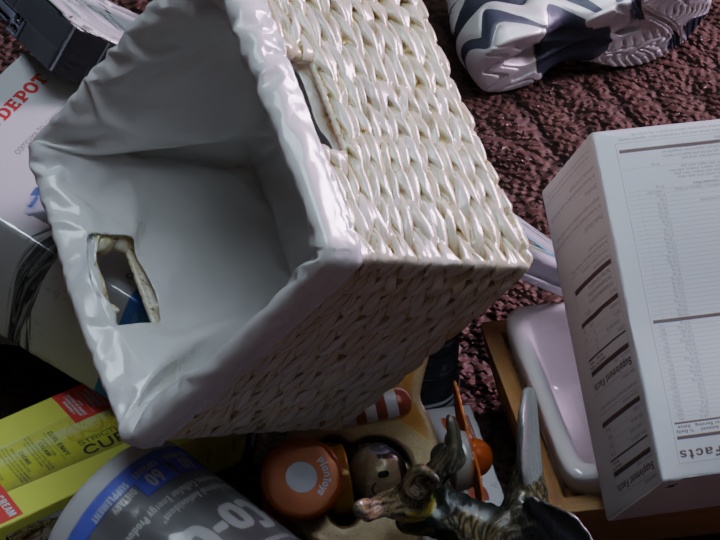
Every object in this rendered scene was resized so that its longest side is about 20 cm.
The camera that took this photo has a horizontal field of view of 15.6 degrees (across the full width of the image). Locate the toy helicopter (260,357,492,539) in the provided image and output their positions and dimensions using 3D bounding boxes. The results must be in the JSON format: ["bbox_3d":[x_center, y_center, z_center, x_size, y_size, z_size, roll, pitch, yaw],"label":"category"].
[{"bbox_3d":[0.026,0.076,1.520,0.132,0.079,0.201,17,75,3],"label":"toy helicopter"}]

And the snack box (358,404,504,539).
[{"bbox_3d":[0.056,0.161,1.532,0.072,0.024,0.200,-5,45,-15],"label":"snack box"}]

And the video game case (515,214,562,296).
[{"bbox_3d":[0.041,-0.048,1.608,0.200,0.024,0.182,37,9,31],"label":"video game case"}]

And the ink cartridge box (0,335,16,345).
[{"bbox_3d":[-0.252,-0.020,1.628,0.115,0.067,0.200,5,43,-8],"label":"ink cartridge box"}]

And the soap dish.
[{"bbox_3d":[0.184,0.091,1.591,0.199,0.081,0.158,-5,45,-15],"label":"soap dish"}]

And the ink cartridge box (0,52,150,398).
[{"bbox_3d":[-0.159,-0.020,1.545,0.200,0.086,0.147,31,41,5],"label":"ink cartridge box"}]

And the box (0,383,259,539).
[{"bbox_3d":[-0.157,0.107,1.526,0.200,0.050,0.075,-23,53,-31],"label":"box"}]

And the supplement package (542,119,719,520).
[{"bbox_3d":[0.184,0.028,1.477,0.113,0.110,0.201,-6,75,-13],"label":"supplement package"}]

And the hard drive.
[{"bbox_3d":[-0.134,-0.129,1.646,0.200,0.038,0.140,23,12,-36],"label":"hard drive"}]

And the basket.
[{"bbox_3d":[-0.045,-0.036,1.402,0.160,0.200,0.199,1,57,-41],"label":"basket"}]

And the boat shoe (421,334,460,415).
[{"bbox_3d":[0.000,0.000,1.641,0.071,0.091,0.200,-23,53,-31],"label":"boat shoe"}]

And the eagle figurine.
[{"bbox_3d":[0.094,0.180,1.406,0.200,0.151,0.152,38,43,13],"label":"eagle figurine"}]

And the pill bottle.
[{"bbox_3d":[-0.066,0.189,1.413,0.200,0.114,0.114,35,48,23],"label":"pill bottle"}]

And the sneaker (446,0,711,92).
[{"bbox_3d":[0.146,-0.209,1.896,0.198,0.080,0.130,-18,58,-15],"label":"sneaker"}]
